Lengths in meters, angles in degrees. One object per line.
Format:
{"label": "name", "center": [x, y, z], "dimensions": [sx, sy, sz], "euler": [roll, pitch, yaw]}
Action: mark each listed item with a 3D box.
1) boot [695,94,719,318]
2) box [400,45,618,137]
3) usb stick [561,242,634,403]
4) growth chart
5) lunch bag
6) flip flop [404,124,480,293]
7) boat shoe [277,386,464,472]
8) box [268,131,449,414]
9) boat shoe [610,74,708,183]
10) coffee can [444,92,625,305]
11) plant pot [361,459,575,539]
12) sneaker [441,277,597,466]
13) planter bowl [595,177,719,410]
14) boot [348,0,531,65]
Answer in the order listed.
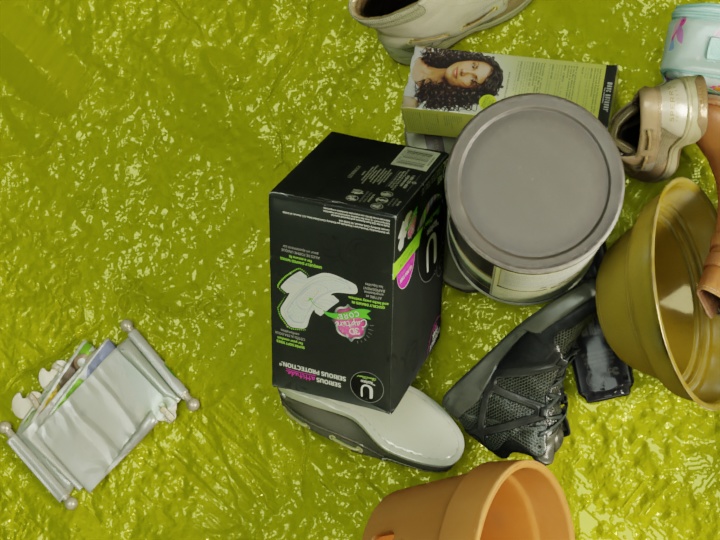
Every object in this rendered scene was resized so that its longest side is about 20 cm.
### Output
{"label": "boot", "center": [0.324, -0.038, 1.266], "dimensions": [0.200, 0.076, 0.156], "euler": [48, 66, -16]}
{"label": "box", "center": [0.142, -0.162, 1.384], "dimensions": [0.197, 0.050, 0.076], "euler": [7, 65, 12]}
{"label": "usb stick", "center": [0.212, 0.021, 1.368], "dimensions": [0.055, 0.033, 0.203], "euler": [-12, 80, 9]}
{"label": "growth chart", "center": [-0.278, 0.146, 1.517], "dimensions": [0.200, 0.018, 0.145], "euler": [-41, 73, 9]}
{"label": "lunch bag", "center": [0.366, -0.177, 1.275], "dimensions": [0.198, 0.160, 0.078], "euler": [12, 87, 19]}
{"label": "flip flop", "center": [0.085, -0.075, 1.405], "dimensions": [0.080, 0.058, 0.203], "euler": [-15, 77, 12]}
{"label": "boat shoe", "center": [0.008, 0.142, 1.404], "dimensions": [0.200, 0.061, 0.072], "euler": [25, 54, 17]}
{"label": "box", "center": [0.000, 0.000, 1.336], "dimensions": [0.123, 0.149, 0.202], "euler": [12, 120, 18]}
{"label": "boat shoe", "center": [0.250, -0.126, 1.285], "dimensions": [0.064, 0.200, 0.072], "euler": [-3, 77, -3]}
{"label": "coffee can", "center": [0.146, -0.055, 1.266], "dimensions": [0.144, 0.200, 0.149], "euler": [-1, 81, 4]}
{"label": "plant pot", "center": [0.089, 0.270, 1.303], "dimensions": [0.139, 0.199, 0.203], "euler": [-4, 82, 33]}
{"label": "sneaker", "center": [0.173, 0.099, 1.334], "dimensions": [0.114, 0.076, 0.200], "euler": [48, 117, 12]}
{"label": "planter bowl", "center": [0.261, 0.026, 1.280], "dimensions": [0.083, 0.199, 0.203], "euler": [-11, 80, 34]}
{"label": "boot", "center": [0.091, -0.276, 1.378], "dimensions": [0.199, 0.154, 0.073], "euler": [-31, 75, 12]}
